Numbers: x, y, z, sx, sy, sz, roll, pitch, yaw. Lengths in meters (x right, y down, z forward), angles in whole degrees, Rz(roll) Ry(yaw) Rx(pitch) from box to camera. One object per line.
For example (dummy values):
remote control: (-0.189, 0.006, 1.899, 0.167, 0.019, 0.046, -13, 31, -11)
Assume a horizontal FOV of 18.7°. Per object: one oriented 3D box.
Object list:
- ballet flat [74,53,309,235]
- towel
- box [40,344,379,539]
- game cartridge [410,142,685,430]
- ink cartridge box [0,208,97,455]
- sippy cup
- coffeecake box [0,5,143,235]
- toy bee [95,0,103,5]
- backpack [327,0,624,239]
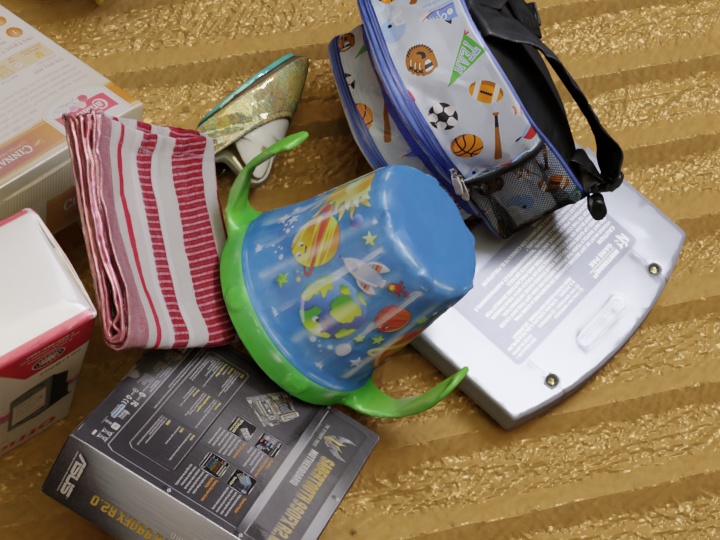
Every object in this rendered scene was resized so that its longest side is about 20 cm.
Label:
ballet flat: (-0.103, -0.071, 1.500, 0.200, 0.071, 0.071, -35, 77, -16)
towel: (-0.122, -0.022, 1.365, 0.023, 0.200, 0.144, -12, 85, 18)
box: (-0.088, 0.120, 1.368, 0.158, 0.048, 0.200, 32, 26, 2)
game cartridge: (0.130, 0.012, 1.526, 0.133, 0.042, 0.200, 44, 66, 4)
ink cartridge box: (-0.249, 0.061, 1.340, 0.147, 0.200, 0.086, -31, 77, -21)
sippy cup: (0.000, 0.000, 1.423, 0.178, 0.130, 0.140, 34, 38, -35)
coffeecake box: (-0.266, -0.099, 1.427, 0.200, 0.073, 0.153, 35, 49, 25)
toy bee: (-0.207, -0.265, 1.540, 0.200, 0.131, 0.109, 30, 40, 14)
backpack: (0.063, -0.132, 1.477, 0.154, 0.191, 0.200, -27, 52, 4)
